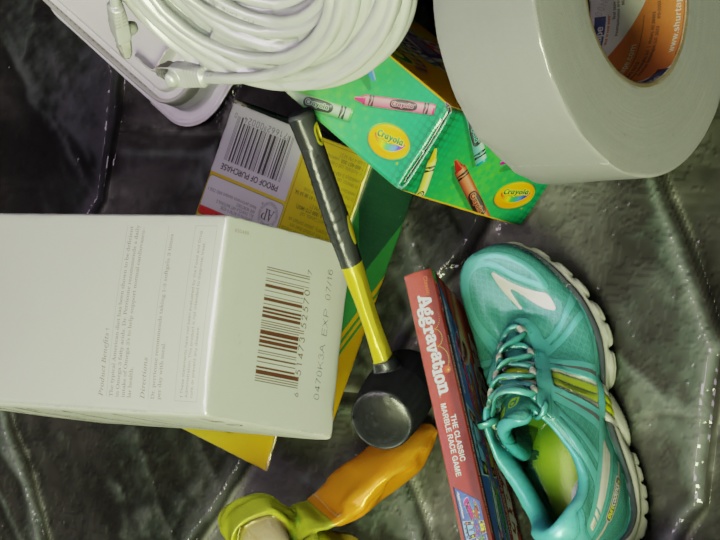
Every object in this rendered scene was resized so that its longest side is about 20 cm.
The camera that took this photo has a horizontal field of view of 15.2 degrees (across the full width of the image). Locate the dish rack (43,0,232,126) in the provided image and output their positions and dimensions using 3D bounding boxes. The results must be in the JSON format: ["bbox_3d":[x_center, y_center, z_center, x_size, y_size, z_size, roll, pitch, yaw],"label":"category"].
[{"bbox_3d":[-0.133,-0.208,1.755,0.200,0.043,0.172,42,108,37],"label":"dish rack"}]

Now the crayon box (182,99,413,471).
[{"bbox_3d":[-0.054,0.011,1.642,0.127,0.051,0.201,24,96,39],"label":"crayon box"}]

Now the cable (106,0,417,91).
[{"bbox_3d":[-0.054,-0.186,1.450,0.199,0.069,0.200,11,133,25],"label":"cable"}]

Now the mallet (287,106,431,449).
[{"bbox_3d":[0.000,0.000,1.544,0.041,0.066,0.201,-12,100,22],"label":"mallet"}]

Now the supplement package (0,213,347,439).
[{"bbox_3d":[-0.120,0.032,1.582,0.199,0.117,0.117,2,83,39],"label":"supplement package"}]

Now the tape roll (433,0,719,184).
[{"bbox_3d":[0.121,-0.148,1.436,0.066,0.200,0.201,-2,80,38],"label":"tape roll"}]

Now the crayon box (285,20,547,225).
[{"bbox_3d":[0.013,-0.111,1.568,0.200,0.119,0.058,43,108,36],"label":"crayon box"}]

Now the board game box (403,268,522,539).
[{"bbox_3d":[0.064,0.107,1.496,0.019,0.103,0.201,-15,70,10],"label":"board game box"}]

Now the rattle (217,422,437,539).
[{"bbox_3d":[0.004,0.212,1.570,0.201,0.142,0.130,65,154,10],"label":"rattle"}]

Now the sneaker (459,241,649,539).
[{"bbox_3d":[0.101,0.069,1.488,0.077,0.080,0.201,-35,61,28],"label":"sneaker"}]
